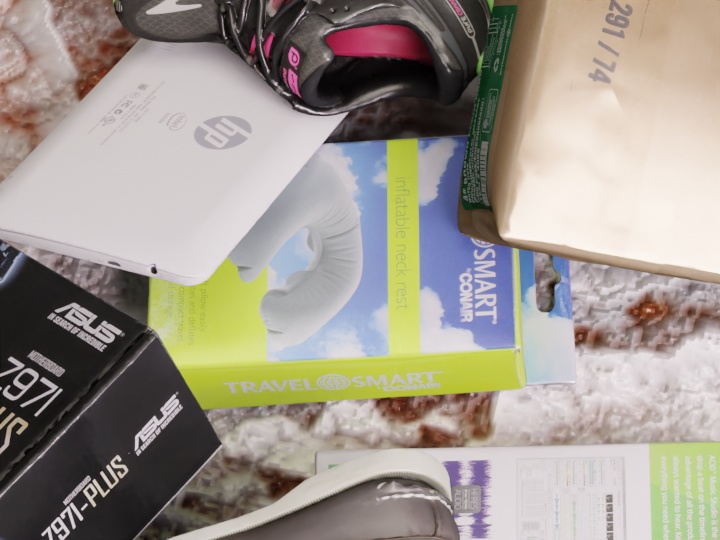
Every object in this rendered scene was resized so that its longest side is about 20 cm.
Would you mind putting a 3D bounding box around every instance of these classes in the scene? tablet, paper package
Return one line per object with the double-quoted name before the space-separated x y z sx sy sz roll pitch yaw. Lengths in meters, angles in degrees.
"tablet" -0.084 -0.066 1.437 0.130 0.014 0.200 14 43 24
"paper package" 0.154 -0.096 1.354 0.190 0.103 0.201 10 91 -8

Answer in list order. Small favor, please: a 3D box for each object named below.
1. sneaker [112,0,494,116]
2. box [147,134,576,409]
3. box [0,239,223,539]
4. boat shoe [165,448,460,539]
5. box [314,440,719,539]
"sneaker" -0.030 -0.121 1.428 0.199 0.077 0.084 7 46 18
"box" 0.000 0.000 1.421 0.199 0.048 0.122 -4 61 5
"box" -0.192 0.072 1.346 0.164 0.086 0.200 -45 47 -18
"boat shoe" -0.047 0.147 1.299 0.201 0.072 0.061 -29 47 19
"box" 0.077 0.149 1.336 0.199 0.036 0.145 -2 61 7
